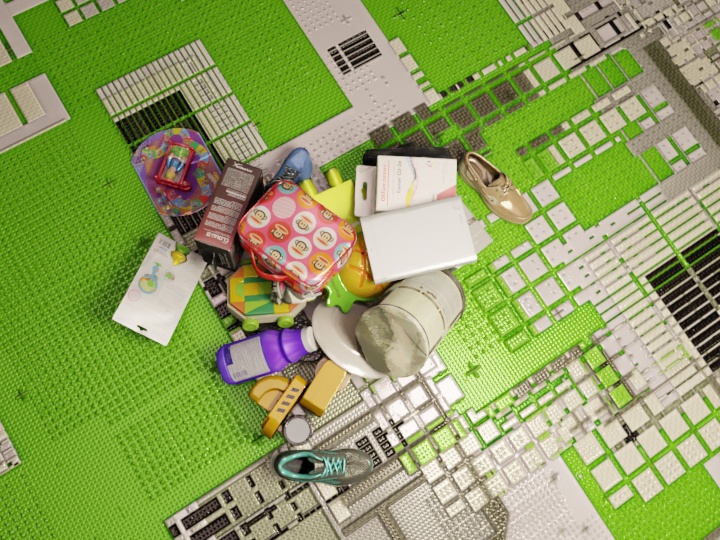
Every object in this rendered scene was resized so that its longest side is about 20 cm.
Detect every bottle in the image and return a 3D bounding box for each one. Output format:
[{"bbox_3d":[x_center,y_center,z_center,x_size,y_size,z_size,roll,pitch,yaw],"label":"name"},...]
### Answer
[{"bbox_3d":[-0.178,0.158,1.239,0.199,0.065,0.084,-20,87,17],"label":"bottle"}]

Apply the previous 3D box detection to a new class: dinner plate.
[{"bbox_3d":[0.000,0.122,1.259,0.199,0.024,0.201,22,37,-18],"label":"dinner plate"}]

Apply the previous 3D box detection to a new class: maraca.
[{"bbox_3d":[0.000,0.000,1.279,0.200,0.107,0.138,-32,96,-27],"label":"maraca"}]

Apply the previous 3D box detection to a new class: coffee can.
[{"bbox_3d":[0.099,0.090,1.227,0.146,0.146,0.200,43,37,5],"label":"coffee can"}]

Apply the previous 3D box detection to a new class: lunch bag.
[{"bbox_3d":[-0.125,-0.051,1.194,0.200,0.082,0.176,38,69,7],"label":"lunch bag"}]

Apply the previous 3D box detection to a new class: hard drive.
[{"bbox_3d":[0.109,-0.059,1.229,0.199,0.026,0.133,-13,79,-2],"label":"hard drive"}]

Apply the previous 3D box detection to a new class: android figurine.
[{"bbox_3d":[-0.050,-0.108,1.342,0.182,0.041,0.201,-28,99,-18],"label":"android figurine"}]

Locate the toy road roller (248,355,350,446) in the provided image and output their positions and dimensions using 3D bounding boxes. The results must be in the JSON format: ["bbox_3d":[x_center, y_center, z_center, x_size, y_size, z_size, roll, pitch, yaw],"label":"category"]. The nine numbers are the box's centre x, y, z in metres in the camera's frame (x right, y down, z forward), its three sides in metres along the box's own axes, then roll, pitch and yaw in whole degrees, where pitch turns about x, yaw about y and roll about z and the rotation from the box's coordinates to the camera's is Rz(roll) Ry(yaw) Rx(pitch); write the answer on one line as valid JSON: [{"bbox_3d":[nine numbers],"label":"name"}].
[{"bbox_3d":[-0.123,0.232,1.233,0.146,0.123,0.200,34,76,3],"label":"toy road roller"}]

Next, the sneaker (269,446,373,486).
[{"bbox_3d":[-0.073,0.375,1.221,0.199,0.091,0.078,0,78,-5],"label":"sneaker"}]

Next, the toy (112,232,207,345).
[{"bbox_3d":[-0.400,0.038,1.287,0.115,0.047,0.201,32,64,-22],"label":"toy"}]

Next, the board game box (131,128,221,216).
[{"bbox_3d":[-0.388,-0.217,1.358,0.158,0.039,0.201,-28,81,-11],"label":"board game box"}]

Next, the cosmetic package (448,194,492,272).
[{"bbox_3d":[0.172,-0.103,1.359,0.107,0.090,0.200,-38,85,-9],"label":"cosmetic package"}]

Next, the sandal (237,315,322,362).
[{"bbox_3d":[-0.157,0.119,1.302,0.200,0.048,0.076,29,77,15],"label":"sandal"}]

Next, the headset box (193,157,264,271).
[{"bbox_3d":[-0.260,-0.098,1.283,0.075,0.149,0.201,19,72,0],"label":"headset box"}]

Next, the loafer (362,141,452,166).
[{"bbox_3d":[0.102,-0.245,1.398,0.199,0.068,0.071,3,68,-10],"label":"loafer"}]

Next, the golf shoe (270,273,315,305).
[{"bbox_3d":[-0.133,-0.028,1.272,0.088,0.077,0.201,1,71,-10],"label":"golf shoe"}]

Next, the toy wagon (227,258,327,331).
[{"bbox_3d":[-0.166,0.040,1.292,0.199,0.040,0.156,-4,57,-6],"label":"toy wagon"}]

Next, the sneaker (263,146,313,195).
[{"bbox_3d":[-0.154,-0.171,1.343,0.078,0.089,0.201,23,76,-1],"label":"sneaker"}]

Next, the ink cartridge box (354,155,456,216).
[{"bbox_3d":[0.089,-0.163,1.292,0.199,0.068,0.117,2,81,-1],"label":"ink cartridge box"}]

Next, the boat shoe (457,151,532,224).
[{"bbox_3d":[0.295,-0.178,1.398,0.200,0.065,0.071,41,77,5],"label":"boat shoe"}]
